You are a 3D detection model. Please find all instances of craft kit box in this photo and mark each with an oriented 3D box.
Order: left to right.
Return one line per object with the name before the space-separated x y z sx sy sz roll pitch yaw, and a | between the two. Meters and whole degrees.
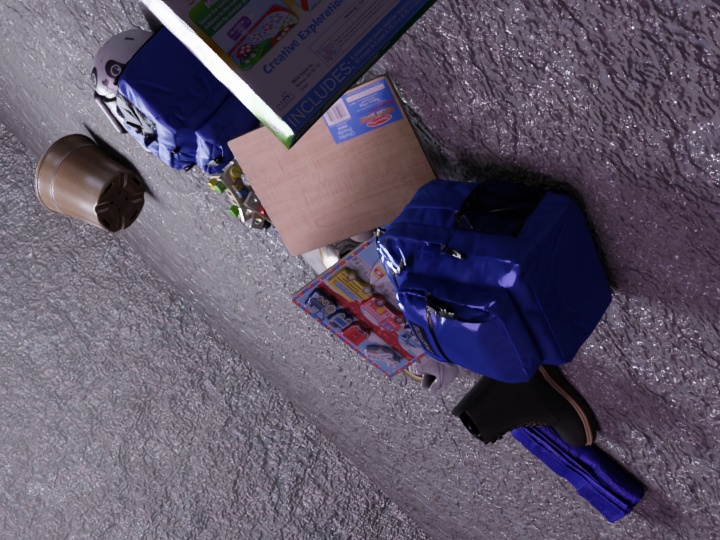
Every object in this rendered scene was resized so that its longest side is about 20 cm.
craft kit box | -0.053 -0.228 0.713 0.198 0.200 0.049 45 166 -2

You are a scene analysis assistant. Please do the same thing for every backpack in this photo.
backpack | -0.210 -0.205 1.212 0.168 0.163 0.200 46 163 -5
backpack | 0.108 0.002 0.940 0.199 0.168 0.164 18 144 45

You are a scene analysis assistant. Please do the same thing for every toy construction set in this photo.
toy construction set | -0.158 -0.114 1.495 0.132 0.092 0.200 55 172 -33

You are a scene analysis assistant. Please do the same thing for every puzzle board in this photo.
puzzle board | -0.024 -0.107 1.037 0.198 0.017 0.152 -18 114 25
puzzle board | 0.030 0.053 1.273 0.199 0.150 0.018 39 -151 -30

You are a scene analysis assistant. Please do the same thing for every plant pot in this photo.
plant pot | -0.626 -0.194 2.312 0.197 0.201 0.201 26 158 29

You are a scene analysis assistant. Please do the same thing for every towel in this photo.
towel | 0.295 0.272 1.374 0.199 0.050 0.148 40 163 16

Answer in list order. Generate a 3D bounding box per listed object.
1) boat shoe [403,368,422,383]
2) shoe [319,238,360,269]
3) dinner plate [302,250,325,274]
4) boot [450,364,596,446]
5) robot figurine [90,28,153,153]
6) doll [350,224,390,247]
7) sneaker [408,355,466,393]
boat shoe | 0.046 0.100 1.544 0.199 0.072 0.068 32 156 22
shoe | 0.000 0.000 1.371 0.201 0.069 0.054 59 146 34
dinner plate | -0.057 -0.021 1.582 0.200 0.024 0.201 42 165 14
boot | 0.202 0.186 1.227 0.201 0.139 0.077 50 163 -22
robot figurine | -0.303 -0.251 1.425 0.201 0.150 0.125 54 178 -32
doll | 0.072 -0.027 1.114 0.198 0.049 0.137 24 157 19
sneaker | 0.094 0.099 1.378 0.074 0.087 0.201 28 156 50
